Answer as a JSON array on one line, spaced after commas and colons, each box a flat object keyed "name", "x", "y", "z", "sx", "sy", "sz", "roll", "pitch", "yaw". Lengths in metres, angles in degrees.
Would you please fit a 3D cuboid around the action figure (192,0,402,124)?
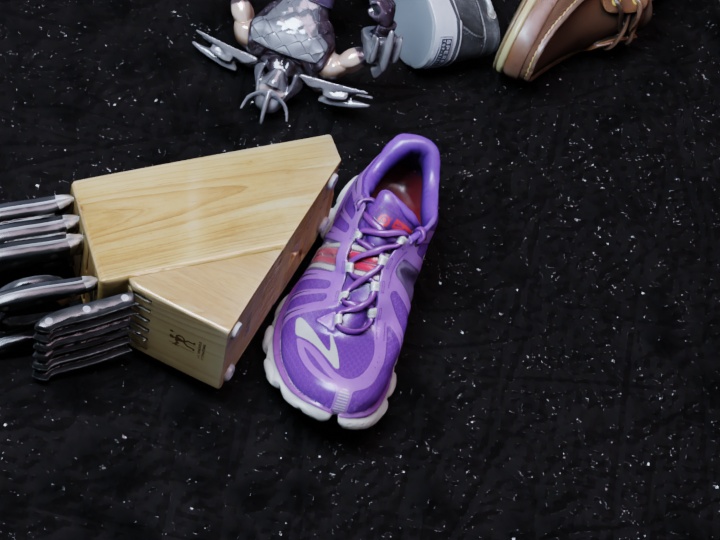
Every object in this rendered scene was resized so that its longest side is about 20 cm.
[{"name": "action figure", "x": -0.026, "y": -0.181, "z": 1.759, "sx": 0.130, "sy": 0.069, "sz": 0.200, "roll": 22, "pitch": 83, "yaw": -3}]

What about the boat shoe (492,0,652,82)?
[{"name": "boat shoe", "x": 0.155, "y": -0.177, "z": 1.855, "sx": 0.068, "sy": 0.072, "sz": 0.200, "roll": 36, "pitch": 49, "yaw": 11}]

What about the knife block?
[{"name": "knife block", "x": -0.128, "y": -0.021, "z": 1.627, "sx": 0.175, "sy": 0.064, "sz": 0.200, "roll": 27, "pitch": 58, "yaw": 8}]

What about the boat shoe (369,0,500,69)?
[{"name": "boat shoe", "x": 0.031, "y": -0.219, "z": 1.841, "sx": 0.068, "sy": 0.074, "sz": 0.200, "roll": -10, "pitch": 61, "yaw": -34}]

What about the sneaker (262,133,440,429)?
[{"name": "sneaker", "x": 0.000, "y": 0.000, "z": 1.660, "sx": 0.080, "sy": 0.083, "sz": 0.200, "roll": 19, "pitch": 52, "yaw": -5}]
